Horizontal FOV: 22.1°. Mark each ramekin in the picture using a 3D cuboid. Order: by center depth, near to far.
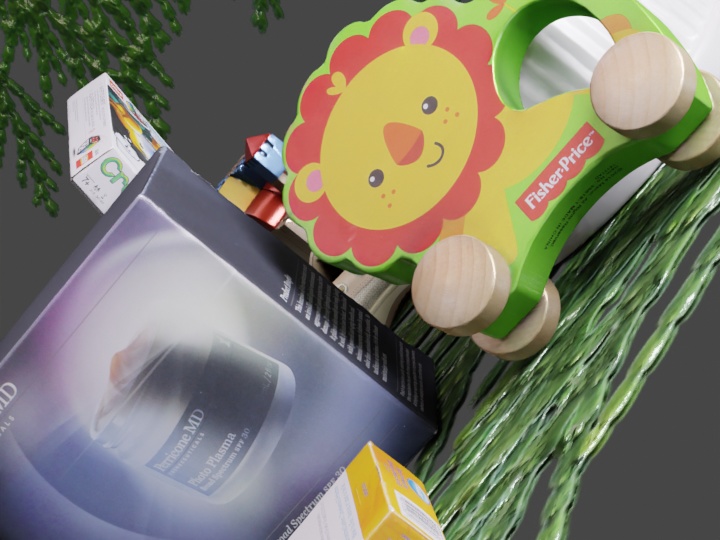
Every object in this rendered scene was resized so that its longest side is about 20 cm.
[{"bbox_3d":[0.104,-0.101,1.014,0.200,0.105,0.200,-50,9,10],"label":"ramekin"}]

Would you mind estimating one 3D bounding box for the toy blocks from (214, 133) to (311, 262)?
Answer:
[{"bbox_3d":[-0.060,-0.042,1.482,0.100,0.137,0.200,-54,9,-16],"label":"toy blocks"}]

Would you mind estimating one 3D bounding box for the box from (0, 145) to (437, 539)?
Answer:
[{"bbox_3d":[-0.097,0.078,0.991,0.200,0.198,0.123,-49,9,12],"label":"box"}]

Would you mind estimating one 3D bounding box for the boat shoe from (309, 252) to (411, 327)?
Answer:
[{"bbox_3d":[0.000,0.000,1.247,0.072,0.065,0.200,-39,15,52],"label":"boat shoe"}]

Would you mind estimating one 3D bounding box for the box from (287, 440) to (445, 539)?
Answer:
[{"bbox_3d":[-0.040,0.177,0.832,0.200,0.041,0.119,-53,9,5],"label":"box"}]

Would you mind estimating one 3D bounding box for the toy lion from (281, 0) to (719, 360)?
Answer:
[{"bbox_3d":[0.055,-0.069,0.898,0.200,0.069,0.192,-48,54,15],"label":"toy lion"}]

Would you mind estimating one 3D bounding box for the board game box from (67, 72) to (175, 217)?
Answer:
[{"bbox_3d":[-0.101,-0.017,1.105,0.035,0.200,0.126,-36,26,8],"label":"board game box"}]
